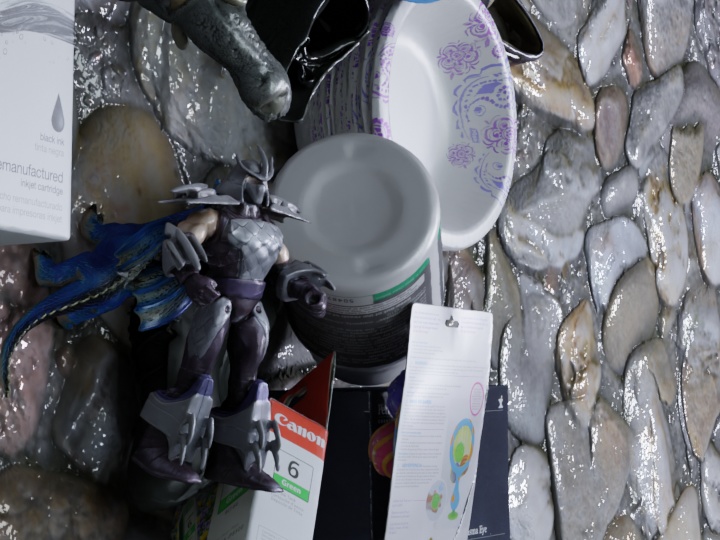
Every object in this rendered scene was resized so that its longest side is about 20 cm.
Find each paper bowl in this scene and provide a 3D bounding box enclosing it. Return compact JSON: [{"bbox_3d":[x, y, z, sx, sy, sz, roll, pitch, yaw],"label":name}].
[{"bbox_3d":[0.026,-0.112,1.460,0.200,0.104,0.202,5,84,-58],"label":"paper bowl"}]

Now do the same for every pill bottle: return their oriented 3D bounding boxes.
[{"bbox_3d":[0.000,0.000,1.333,0.200,0.112,0.114,82,19,-66],"label":"pill bottle"}]

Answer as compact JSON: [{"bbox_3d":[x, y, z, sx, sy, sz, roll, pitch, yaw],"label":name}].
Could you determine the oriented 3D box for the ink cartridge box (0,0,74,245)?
[{"bbox_3d":[-0.226,-0.120,1.046,0.146,0.084,0.202,9,79,-58],"label":"ink cartridge box"}]

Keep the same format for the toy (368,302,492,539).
[{"bbox_3d":[0.037,0.124,1.323,0.115,0.047,0.202,8,85,-60],"label":"toy"}]

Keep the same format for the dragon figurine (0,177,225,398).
[{"bbox_3d":[-0.139,0.001,1.195,0.200,0.099,0.059,-45,124,-49],"label":"dragon figurine"}]

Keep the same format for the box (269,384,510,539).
[{"bbox_3d":[0.019,0.175,1.428,0.199,0.103,0.184,4,85,-57],"label":"box"}]

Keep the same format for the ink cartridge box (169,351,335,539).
[{"bbox_3d":[-0.073,0.142,1.260,0.050,0.109,0.201,30,42,-22],"label":"ink cartridge box"}]

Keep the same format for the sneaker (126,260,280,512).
[{"bbox_3d":[-0.118,0.061,1.263,0.091,0.076,0.201,48,39,-36],"label":"sneaker"}]

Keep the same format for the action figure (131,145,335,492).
[{"bbox_3d":[-0.074,0.026,1.175,0.129,0.069,0.202,9,91,-40],"label":"action figure"}]

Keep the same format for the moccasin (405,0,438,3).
[{"bbox_3d":[0.029,-0.226,1.323,0.199,0.068,0.081,-2,63,-56],"label":"moccasin"}]

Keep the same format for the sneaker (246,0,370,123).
[{"bbox_3d":[-0.022,-0.187,1.359,0.200,0.104,0.060,-48,132,-22],"label":"sneaker"}]

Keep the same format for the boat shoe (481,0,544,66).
[{"bbox_3d":[0.087,-0.231,1.600,0.200,0.064,0.072,48,51,-44],"label":"boat shoe"}]

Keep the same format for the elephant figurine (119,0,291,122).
[{"bbox_3d":[-0.122,-0.207,1.215,0.200,0.141,0.156,34,74,-44],"label":"elephant figurine"}]
